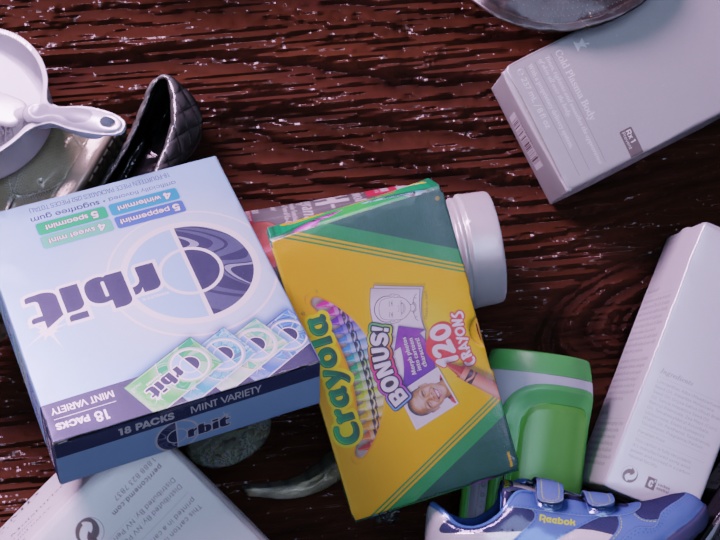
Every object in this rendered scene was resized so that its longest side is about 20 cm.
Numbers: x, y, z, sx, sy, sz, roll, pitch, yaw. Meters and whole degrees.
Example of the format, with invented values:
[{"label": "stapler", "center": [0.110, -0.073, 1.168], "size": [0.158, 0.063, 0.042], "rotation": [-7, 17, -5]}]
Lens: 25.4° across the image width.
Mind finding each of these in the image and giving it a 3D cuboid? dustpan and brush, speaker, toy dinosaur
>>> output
[{"label": "dustpan and brush", "center": [-0.241, -0.107, 1.109], "size": [0.199, 0.057, 0.140], "rotation": [16, 64, 20]}, {"label": "speaker", "center": [0.118, 0.161, 1.149], "size": [0.088, 0.088, 0.202], "rotation": [8, 84, -3]}, {"label": "toy dinosaur", "center": [0.019, 0.135, 1.163], "size": [0.199, 0.048, 0.088], "rotation": [-36, 67, -4]}]

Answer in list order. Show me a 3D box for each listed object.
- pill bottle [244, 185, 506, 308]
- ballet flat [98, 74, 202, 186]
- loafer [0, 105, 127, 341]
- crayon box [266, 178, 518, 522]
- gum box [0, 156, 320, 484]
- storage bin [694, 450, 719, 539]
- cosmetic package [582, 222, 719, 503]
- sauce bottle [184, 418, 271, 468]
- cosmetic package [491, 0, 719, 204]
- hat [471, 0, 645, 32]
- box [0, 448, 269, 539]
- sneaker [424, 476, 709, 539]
[{"label": "pill bottle", "center": [0.000, 0.000, 1.143], "size": [0.198, 0.111, 0.112], "rotation": [-10, 85, -5]}, {"label": "ballet flat", "center": [-0.173, -0.053, 1.134], "size": [0.066, 0.057, 0.201], "rotation": [4, 55, 31]}, {"label": "loafer", "center": [-0.242, -0.036, 1.151], "size": [0.068, 0.076, 0.201], "rotation": [27, 70, 9]}, {"label": "crayon box", "center": [0.021, 0.052, 1.067], "size": [0.118, 0.058, 0.201], "rotation": [-17, 101, -3]}, {"label": "gum box", "center": [-0.139, 0.024, 1.019], "size": [0.169, 0.045, 0.200], "rotation": [-16, 48, -17]}, {"label": "storage bin", "center": [0.289, 0.171, 1.134], "size": [0.094, 0.135, 0.200], "rotation": [36, 83, 0]}, {"label": "cosmetic package", "center": [0.231, 0.074, 1.159], "size": [0.071, 0.101, 0.201], "rotation": [22, 84, -2]}, {"label": "sauce bottle", "center": [-0.126, 0.048, 1.110], "size": [0.064, 0.065, 0.200], "rotation": [-28, 49, -6]}, {"label": "cosmetic package", "center": [0.209, -0.141, 1.186], "size": [0.199, 0.090, 0.107], "rotation": [-29, 87, -3]}, {"label": "hat", "center": [0.141, -0.254, 1.189], "size": [0.199, 0.081, 0.202], "rotation": [-1, 72, 2]}, {"label": "box", "center": [-0.148, 0.230, 1.042], "size": [0.200, 0.131, 0.199], "rotation": [46, 79, -9]}, {"label": "sneaker", "center": [0.134, 0.173, 1.070], "size": [0.199, 0.074, 0.083], "rotation": [-15, 82, -2]}]
